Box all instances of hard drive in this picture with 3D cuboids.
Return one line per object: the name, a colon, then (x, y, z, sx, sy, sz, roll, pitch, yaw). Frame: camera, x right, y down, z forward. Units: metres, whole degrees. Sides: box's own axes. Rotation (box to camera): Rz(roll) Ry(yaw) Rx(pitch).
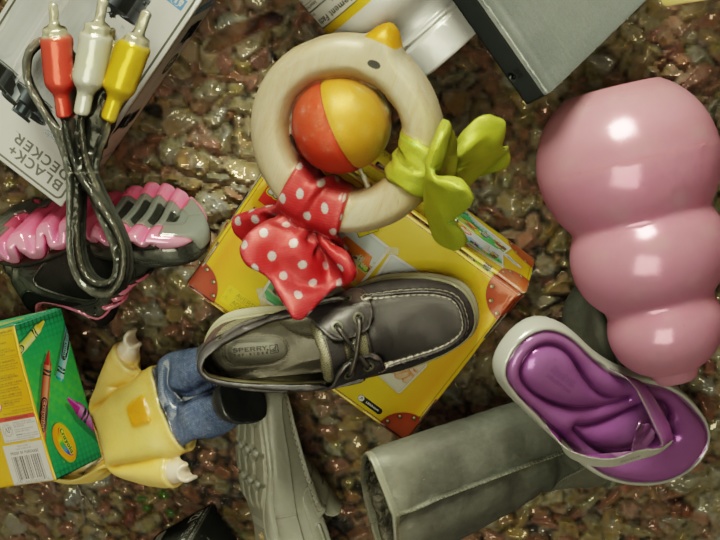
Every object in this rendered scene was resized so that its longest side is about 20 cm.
hard drive: (0.094, -0.226, 1.044, 0.200, 0.140, 0.033, 53, 147, -10)

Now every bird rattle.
bird rattle: (-0.005, -0.072, 1.063, 0.199, 0.113, 0.164, -17, 101, 29)

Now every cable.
cable: (-0.194, -0.084, 1.106, 0.096, 0.050, 0.202, 6, 93, 11)

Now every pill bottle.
pill bottle: (-0.004, -0.222, 1.071, 0.112, 0.113, 0.200, -38, 100, 21)

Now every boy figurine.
boy figurine: (-0.167, 0.108, 1.239, 0.199, 0.064, 0.125, -23, 82, 29)

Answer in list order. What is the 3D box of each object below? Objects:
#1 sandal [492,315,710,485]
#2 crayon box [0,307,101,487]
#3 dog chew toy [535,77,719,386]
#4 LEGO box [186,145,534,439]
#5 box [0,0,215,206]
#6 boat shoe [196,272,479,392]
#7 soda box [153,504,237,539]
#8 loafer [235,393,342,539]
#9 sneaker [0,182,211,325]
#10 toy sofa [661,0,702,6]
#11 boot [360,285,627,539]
sandal: (0.168, 0.102, 1.109, 0.202, 0.050, 0.083, 29, 101, -30)
crayon box: (-0.302, 0.106, 1.240, 0.199, 0.058, 0.120, -12, 96, 31)
dog chew toy: (0.190, -0.023, 1.085, 0.124, 0.124, 0.202, -12, 93, 15)
LEGO box: (0.000, 0.000, 1.169, 0.199, 0.077, 0.149, 36, 112, -3)
box: (-0.197, -0.159, 1.158, 0.116, 0.060, 0.200, 38, 112, -4)
boat shoe: (-0.018, 0.050, 1.113, 0.198, 0.065, 0.072, -8, 107, 13)
soda box: (-0.143, 0.262, 1.226, 0.063, 0.200, 0.071, -30, 102, 21)
loafer: (-0.051, 0.179, 1.258, 0.069, 0.070, 0.202, -14, 105, -23)
sneaker: (-0.186, -0.006, 1.199, 0.199, 0.079, 0.096, -3, 118, 32)
toy sofa: (0.225, -0.277, 1.033, 0.082, 0.097, 0.201, -3, 111, 38)
boot: (0.095, 0.107, 1.153, 0.198, 0.073, 0.183, -11, 109, -11)
